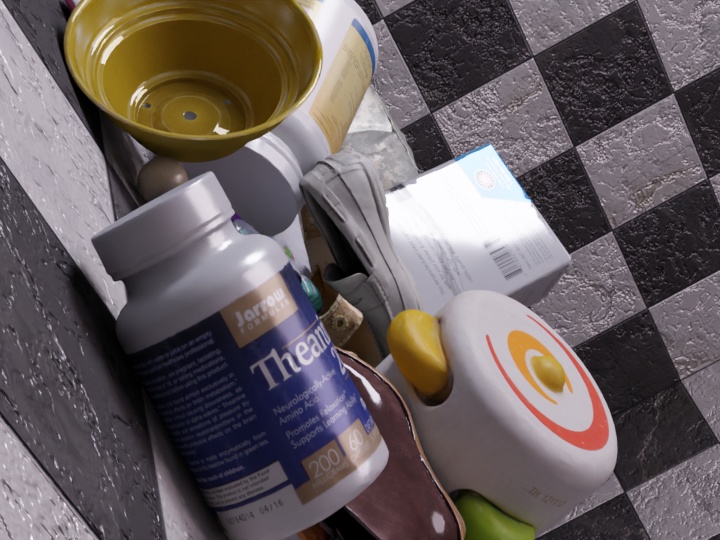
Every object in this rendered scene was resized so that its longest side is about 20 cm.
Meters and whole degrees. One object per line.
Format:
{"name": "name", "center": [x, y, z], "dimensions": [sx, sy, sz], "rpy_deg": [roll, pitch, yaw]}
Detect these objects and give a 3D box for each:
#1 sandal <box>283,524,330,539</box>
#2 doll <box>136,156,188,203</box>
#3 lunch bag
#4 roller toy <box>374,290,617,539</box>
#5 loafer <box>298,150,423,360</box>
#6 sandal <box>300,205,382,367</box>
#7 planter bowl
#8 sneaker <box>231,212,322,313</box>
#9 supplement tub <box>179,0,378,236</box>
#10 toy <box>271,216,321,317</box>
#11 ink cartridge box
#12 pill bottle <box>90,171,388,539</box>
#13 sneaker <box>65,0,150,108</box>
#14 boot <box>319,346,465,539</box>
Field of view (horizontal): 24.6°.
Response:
{"name": "sandal", "center": [-0.009, 0.199, 1.176], "dimensions": [0.207, 0.059, 0.080], "rpy_deg": [58, 6, -50]}
{"name": "doll", "center": [-0.115, -0.007, 1.211], "dimensions": [0.137, 0.048, 0.201], "rpy_deg": [87, -20, -57]}
{"name": "lunch bag", "center": [-0.036, -0.085, 1.689], "dimensions": [0.165, 0.199, 0.118], "rpy_deg": [64, 5, 32]}
{"name": "roller toy", "center": [0.103, 0.113, 1.280], "dimensions": [0.201, 0.140, 0.182], "rpy_deg": [52, 25, 10]}
{"name": "loafer", "center": [0.000, 0.000, 1.384], "dimensions": [0.070, 0.069, 0.202], "rpy_deg": [9, -57, 60]}
{"name": "sandal", "center": [-0.035, 0.027, 1.469], "dimensions": [0.077, 0.069, 0.214], "rpy_deg": [1, -74, 50]}
{"name": "planter bowl", "center": [-0.132, -0.146, 1.288], "dimensions": [0.084, 0.198, 0.202], "rpy_deg": [102, -29, -49]}
{"name": "sneaker", "center": [-0.084, 0.005, 1.349], "dimensions": [0.088, 0.074, 0.200], "rpy_deg": [52, -10, 15]}
{"name": "supplement tub", "center": [-0.078, -0.144, 1.432], "dimensions": [0.145, 0.143, 0.201], "rpy_deg": [59, 42, -39]}
{"name": "toy", "center": [-0.077, 0.015, 1.524], "dimensions": [0.115, 0.047, 0.202], "rpy_deg": [34, 39, -60]}
{"name": "ink cartridge box", "center": [0.073, -0.009, 1.553], "dimensions": [0.146, 0.199, 0.084], "rpy_deg": [57, -26, 16]}
{"name": "pill bottle", "center": [-0.074, 0.050, 0.964], "dimensions": [0.202, 0.110, 0.111], "rpy_deg": [62, 4, -7]}
{"name": "sneaker", "center": [-0.174, -0.191, 1.414], "dimensions": [0.074, 0.087, 0.200], "rpy_deg": [64, 4, 31]}
{"name": "boot", "center": [-0.007, 0.128, 1.135], "dimensions": [0.200, 0.072, 0.166], "rpy_deg": [49, 13, 14]}
